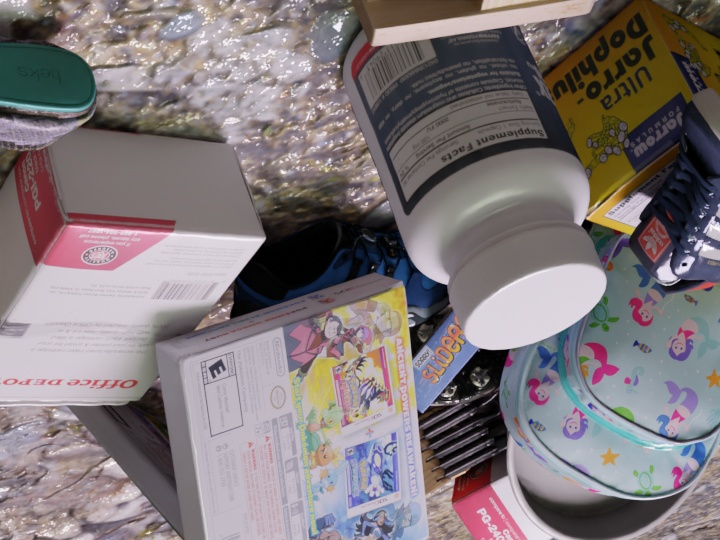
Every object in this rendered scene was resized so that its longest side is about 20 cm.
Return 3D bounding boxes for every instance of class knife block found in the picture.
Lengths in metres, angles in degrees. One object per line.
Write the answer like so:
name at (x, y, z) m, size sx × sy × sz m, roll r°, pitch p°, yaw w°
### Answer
knife block at (0.068, 0.165, 1.448) m, size 0.174 × 0.064 × 0.200 m, roll -26°, pitch 175°, yaw -29°

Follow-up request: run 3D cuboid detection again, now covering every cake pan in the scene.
cake pan at (0.208, 0.134, 1.315) m, size 0.198 × 0.037 × 0.203 m, roll -6°, pitch 109°, yaw -18°

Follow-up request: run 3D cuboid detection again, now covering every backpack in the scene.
backpack at (0.205, 0.071, 1.170) m, size 0.201 × 0.176 × 0.151 m, roll -60°, pitch -175°, yaw -4°

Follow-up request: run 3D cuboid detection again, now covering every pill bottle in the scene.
pill bottle at (0.072, -0.060, 0.942) m, size 0.118 × 0.202 × 0.120 m, roll -15°, pitch 151°, yaw -9°

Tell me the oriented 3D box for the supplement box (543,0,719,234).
supplement box at (0.229, -0.091, 1.085) m, size 0.109 × 0.110 × 0.199 m, roll -40°, pitch 146°, yaw 29°

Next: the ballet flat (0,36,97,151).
ballet flat at (-0.238, -0.099, 0.823) m, size 0.199 × 0.073 × 0.072 m, roll 9°, pitch 140°, yaw -39°

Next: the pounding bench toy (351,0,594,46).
pounding bench toy at (0.088, -0.222, 0.760) m, size 0.198 × 0.125 × 0.157 m, roll -11°, pitch 149°, yaw -17°

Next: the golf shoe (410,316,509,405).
golf shoe at (0.097, 0.084, 1.334) m, size 0.198 × 0.078 × 0.088 m, roll -10°, pitch 155°, yaw -18°

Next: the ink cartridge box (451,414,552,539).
ink cartridge box at (0.192, 0.171, 1.459) m, size 0.199 × 0.084 × 0.145 m, roll -31°, pitch -167°, yaw 18°

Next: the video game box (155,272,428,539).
video game box at (-0.042, 0.121, 1.078) m, size 0.181 × 0.047 × 0.202 m, roll -16°, pitch 111°, yaw -29°

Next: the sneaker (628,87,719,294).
sneaker at (0.208, -0.037, 0.971) m, size 0.084 × 0.075 × 0.200 m, roll -28°, pitch 150°, yaw 2°

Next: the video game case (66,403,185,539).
video game case at (-0.135, 0.168, 1.207) m, size 0.022 × 0.200 × 0.182 m, roll -49°, pitch 148°, yaw 0°

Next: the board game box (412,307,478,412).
board game box at (0.108, 0.007, 1.169) m, size 0.135 × 0.034 × 0.200 m, roll -49°, pitch 176°, yaw -47°

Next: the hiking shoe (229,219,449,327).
hiking shoe at (0.000, 0.000, 1.132) m, size 0.198 × 0.075 × 0.087 m, roll -19°, pitch 140°, yaw -18°

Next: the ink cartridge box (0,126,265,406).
ink cartridge box at (-0.174, 0.003, 1.012) m, size 0.144 × 0.085 × 0.200 m, roll 4°, pitch 141°, yaw -36°
